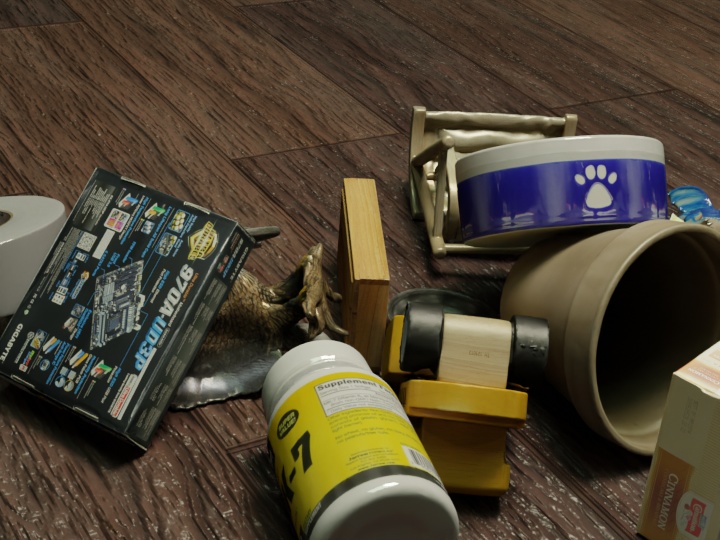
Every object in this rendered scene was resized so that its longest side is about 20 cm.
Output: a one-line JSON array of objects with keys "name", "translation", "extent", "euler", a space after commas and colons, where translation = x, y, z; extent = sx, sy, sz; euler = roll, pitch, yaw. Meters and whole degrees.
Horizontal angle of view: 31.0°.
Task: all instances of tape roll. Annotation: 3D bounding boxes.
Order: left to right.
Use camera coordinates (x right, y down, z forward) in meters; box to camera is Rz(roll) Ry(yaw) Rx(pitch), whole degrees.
[{"name": "tape roll", "translation": [-0.362, -0.009, 1.180], "extent": [0.197, 0.067, 0.201], "euler": [-6, 17, 2]}]

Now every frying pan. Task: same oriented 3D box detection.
[{"name": "frying pan", "translation": [0.108, 0.044, 1.274], "extent": [0.188, 0.031, 0.115], "euler": [-15, 36, -39]}]

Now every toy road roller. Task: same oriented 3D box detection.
[{"name": "toy road roller", "translation": [0.080, 0.111, 1.093], "extent": [0.121, 0.148, 0.200], "euler": [7, -7, -2]}]

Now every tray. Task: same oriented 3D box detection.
[{"name": "tray", "translation": [0.000, 0.000, 1.258], "extent": [0.036, 0.100, 0.201], "euler": [3, 30, -4]}]

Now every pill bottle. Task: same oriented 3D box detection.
[{"name": "pill bottle", "translation": [-0.009, 0.147, 0.987], "extent": [0.113, 0.116, 0.201], "euler": [-3, 30, -17]}]

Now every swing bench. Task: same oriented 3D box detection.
[{"name": "swing bench", "translation": [0.163, -0.099, 1.435], "extent": [0.196, 0.132, 0.200], "euler": [2, 16, -7]}]

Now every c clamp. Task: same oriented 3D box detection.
[{"name": "c clamp", "translation": [-0.166, -0.020, 1.248], "extent": [0.198, 0.028, 0.170], "euler": [-8, 0, -39]}]

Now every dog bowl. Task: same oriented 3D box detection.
[{"name": "dog bowl", "translation": [0.190, -0.071, 1.229], "extent": [0.197, 0.080, 0.200], "euler": [-5, -4, 0]}]

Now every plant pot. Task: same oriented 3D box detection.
[{"name": "plant pot", "translation": [0.221, 0.043, 1.165], "extent": [0.198, 0.203, 0.173], "euler": [-13, 19, -31]}]

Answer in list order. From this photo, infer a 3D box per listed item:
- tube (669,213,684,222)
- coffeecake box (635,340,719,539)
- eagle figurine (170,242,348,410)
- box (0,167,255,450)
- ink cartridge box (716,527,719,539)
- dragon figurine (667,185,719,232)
[{"name": "tube", "translation": [0.357, 0.032, 1.227], "extent": [0.200, 0.052, 0.058], "euler": [45, -6, -4]}, {"name": "coffeecake box", "translation": [0.317, 0.126, 1.049], "extent": [0.073, 0.155, 0.199], "euler": [28, 35, 34]}, {"name": "eagle figurine", "translation": [-0.119, 0.041, 1.167], "extent": [0.198, 0.153, 0.152], "euler": [-23, -17, 13]}, {"name": "box", "translation": [-0.203, 0.027, 1.098], "extent": [0.157, 0.046, 0.202], "euler": [20, 75, 25]}, {"name": "ink cartridge box", "translation": [0.321, 0.269, 0.809], "extent": [0.197, 0.148, 0.147], "euler": [6, 29, -1]}, {"name": "dragon figurine", "translation": [0.379, -0.057, 1.477], "extent": [0.197, 0.060, 0.100], "euler": [-2, 31, -16]}]
